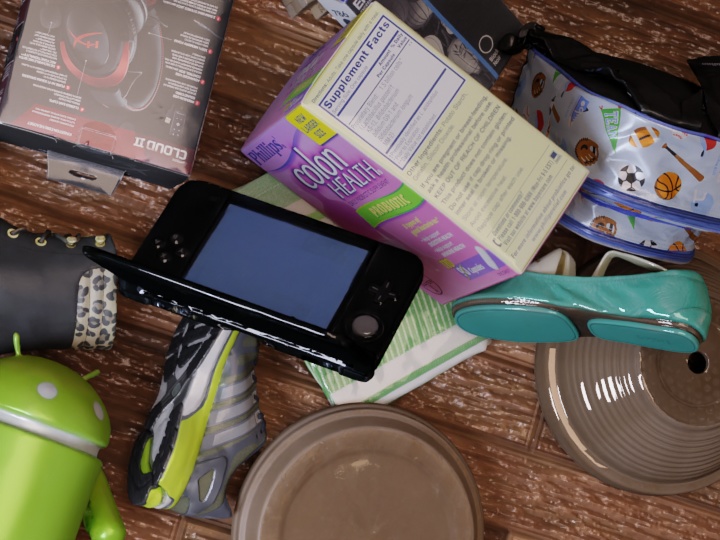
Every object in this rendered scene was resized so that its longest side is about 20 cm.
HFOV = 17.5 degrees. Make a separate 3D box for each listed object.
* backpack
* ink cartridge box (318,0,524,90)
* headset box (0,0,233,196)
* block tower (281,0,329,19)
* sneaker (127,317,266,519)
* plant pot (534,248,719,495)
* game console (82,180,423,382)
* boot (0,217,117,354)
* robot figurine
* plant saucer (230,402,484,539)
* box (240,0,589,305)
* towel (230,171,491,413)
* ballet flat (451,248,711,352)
[{"bbox_3d":[0.210,-0.092,1.763,0.199,0.190,0.154,7,102,-19],"label":"backpack"},{"bbox_3d":[0.037,-0.205,1.766,0.200,0.039,0.100,41,75,-34],"label":"ink cartridge box"},{"bbox_3d":[-0.183,-0.158,1.721,0.148,0.075,0.201,15,81,-13],"label":"headset box"},{"bbox_3d":[-0.069,-0.287,1.776,0.054,0.058,0.200,-31,92,-17],"label":"block tower"},{"bbox_3d":[-0.103,0.092,1.731,0.081,0.074,0.200,29,77,-30],"label":"sneaker"},{"bbox_3d":[0.242,0.074,1.811,0.200,0.093,0.201,1,84,-15],"label":"plant pot"},{"bbox_3d":[-0.070,-0.008,1.649,0.200,0.117,0.176,20,51,12],"label":"game console"},{"bbox_3d":[-0.258,-0.030,1.691,0.153,0.073,0.204,-3,92,-18],"label":"boot"},{"bbox_3d":[-0.248,0.150,1.651,0.175,0.116,0.200,28,77,-40],"label":"robot figurine"},{"bbox_3d":[0.002,0.199,1.750,0.200,0.029,0.201,-1,93,-17],"label":"plant saucer"},{"bbox_3d":[0.036,-0.080,1.703,0.200,0.176,0.097,38,73,-9],"label":"box"},{"bbox_3d":[0.000,0.000,1.786,0.152,0.023,0.200,-28,91,-17],"label":"towel"},{"bbox_3d":[0.169,0.019,1.758,0.200,0.067,0.071,4,63,23],"label":"ballet flat"}]
